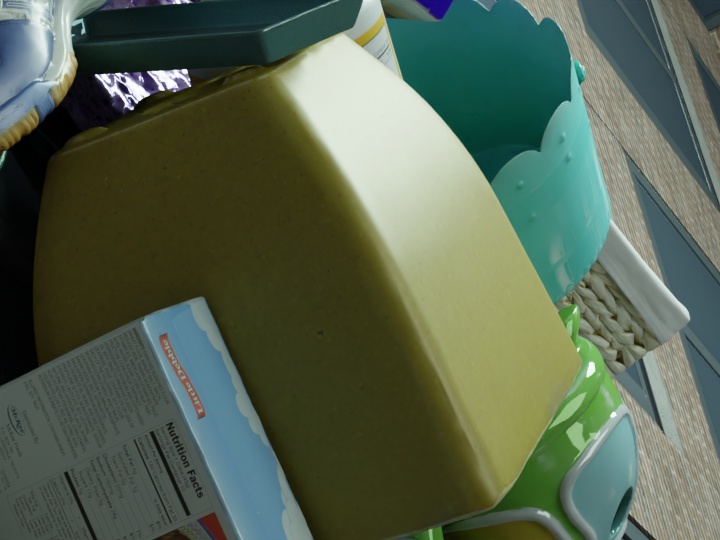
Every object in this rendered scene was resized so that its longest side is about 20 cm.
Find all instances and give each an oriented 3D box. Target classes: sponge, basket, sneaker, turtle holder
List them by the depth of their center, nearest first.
[{"bbox_3d":[-0.166,-0.121,0.942,0.088,0.075,0.201,55,31,-29],"label":"sneaker"},{"bbox_3d":[-0.102,-0.110,1.151,0.112,0.030,0.200,51,26,2],"label":"sponge"},{"bbox_3d":[0.091,0.120,1.233,0.132,0.140,0.186,61,18,-16],"label":"turtle holder"},{"bbox_3d":[0.126,-0.005,1.566,0.200,0.123,0.136,44,5,-45],"label":"basket"}]

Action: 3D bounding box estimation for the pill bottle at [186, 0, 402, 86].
[{"bbox_3d":[-0.029,-0.085,1.083,0.104,0.103,0.201,-76,152,-63],"label":"pill bottle"}]

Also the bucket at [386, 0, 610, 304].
[{"bbox_3d":[0.061,-0.065,1.397,0.208,0.206,0.135,-96,163,-46],"label":"bucket"}]

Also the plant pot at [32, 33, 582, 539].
[{"bbox_3d":[-0.037,0.008,0.974,0.201,0.193,0.195,68,21,-8],"label":"plant pot"}]

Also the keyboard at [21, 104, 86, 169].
[{"bbox_3d":[-0.131,-0.077,1.145,0.104,0.040,0.200,45,25,-1],"label":"keyboard"}]

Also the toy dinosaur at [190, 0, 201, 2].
[{"bbox_3d":[-0.148,-0.186,1.070,0.136,0.086,0.200,52,33,7],"label":"toy dinosaur"}]

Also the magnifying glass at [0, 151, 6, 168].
[{"bbox_3d":[-0.194,-0.112,1.027,0.080,0.022,0.201,52,24,-34],"label":"magnifying glass"}]

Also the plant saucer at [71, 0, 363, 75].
[{"bbox_3d":[-0.087,-0.106,0.976,0.070,0.199,0.019,-28,112,-40],"label":"plant saucer"}]

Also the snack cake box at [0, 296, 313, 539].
[{"bbox_3d":[-0.080,0.126,0.875,0.201,0.114,0.067,66,19,1],"label":"snack cake box"}]

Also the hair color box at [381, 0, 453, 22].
[{"bbox_3d":[-0.013,-0.219,1.402,0.109,0.065,0.200,35,-5,-23],"label":"hair color box"}]
